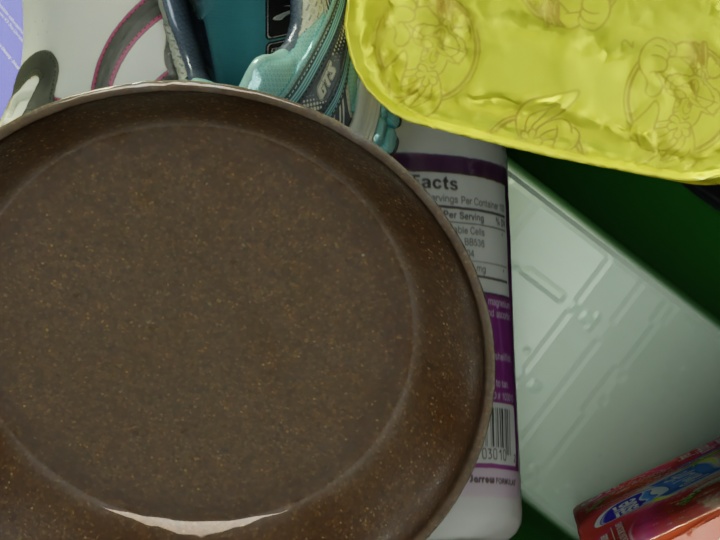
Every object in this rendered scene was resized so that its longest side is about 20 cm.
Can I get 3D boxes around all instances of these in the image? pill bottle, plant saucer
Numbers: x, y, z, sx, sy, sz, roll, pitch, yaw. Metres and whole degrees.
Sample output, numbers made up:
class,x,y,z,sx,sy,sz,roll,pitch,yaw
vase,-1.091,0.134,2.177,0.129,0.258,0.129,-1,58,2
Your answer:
class,x,y,z,sx,sy,sz,roll,pitch,yaw
pill bottle,0.000,0.000,1.004,0.112,0.112,0.201,-3,82,4
plant saucer,-0.056,0.025,0.900,0.200,0.037,0.201,0,117,1

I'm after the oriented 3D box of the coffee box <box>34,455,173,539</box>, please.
class,x,y,z,sx,sy,sz,roll,pitch,yaw
coffee box,-0.157,0.052,1.013,0.200,0.114,0.080,36,108,3

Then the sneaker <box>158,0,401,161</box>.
class,x,y,z,sx,sy,sz,roll,pitch,yaw
sneaker,-0.034,-0.120,0.942,0.077,0.086,0.200,-22,61,20

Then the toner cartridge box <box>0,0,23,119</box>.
class,x,y,z,sx,sy,sz,roll,pitch,yaw
toner cartridge box,-0.159,-0.153,1.051,0.095,0.043,0.200,-38,89,3

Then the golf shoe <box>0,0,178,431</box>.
class,x,y,z,sx,sy,sz,roll,pitch,yaw
golf shoe,-0.101,-0.040,0.967,0.088,0.077,0.201,-4,76,-30

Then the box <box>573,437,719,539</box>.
class,x,y,z,sx,sy,sz,roll,pitch,yaw
box,0.137,0.115,0.957,0.095,0.200,0.100,-26,90,3

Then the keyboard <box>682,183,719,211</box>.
class,x,y,z,sx,sy,sz,roll,pitch,yaw
keyboard,0.210,-0.092,1.038,0.104,0.040,0.200,37,95,26

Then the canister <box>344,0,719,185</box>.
class,x,y,z,sx,sy,sz,roll,pitch,yaw
canister,0.097,-0.083,0.942,0.148,0.200,0.087,13,98,18
